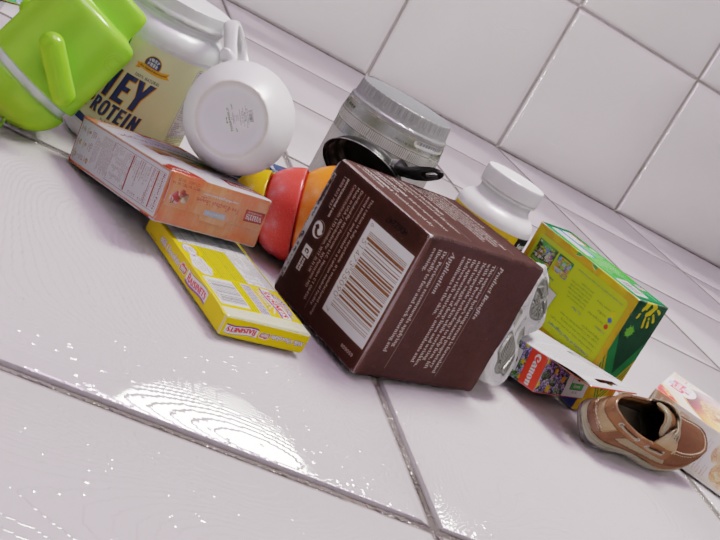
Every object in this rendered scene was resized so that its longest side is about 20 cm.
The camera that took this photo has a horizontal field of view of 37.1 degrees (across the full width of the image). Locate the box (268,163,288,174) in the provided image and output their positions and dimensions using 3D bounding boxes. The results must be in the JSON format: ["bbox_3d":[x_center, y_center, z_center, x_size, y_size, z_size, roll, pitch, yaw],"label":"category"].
[{"bbox_3d":[-0.037,-0.072,1.356,0.198,0.065,0.070,17,14,-19],"label":"box"}]

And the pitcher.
[{"bbox_3d":[-0.136,-0.194,1.190,0.120,0.173,0.200,-14,9,3],"label":"pitcher"}]

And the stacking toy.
[{"bbox_3d":[-0.104,-0.071,1.253,0.198,0.148,0.146,13,15,3],"label":"stacking toy"}]

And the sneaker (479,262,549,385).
[{"bbox_3d":[0.157,0.049,1.274,0.099,0.079,0.200,12,38,30],"label":"sneaker"}]

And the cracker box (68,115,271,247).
[{"bbox_3d":[-0.206,-0.097,1.148,0.133,0.058,0.199,15,12,-45],"label":"cracker box"}]

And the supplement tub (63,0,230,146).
[{"bbox_3d":[-0.254,-0.239,1.291,0.144,0.201,0.145,28,15,-8],"label":"supplement tub"}]

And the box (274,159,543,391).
[{"bbox_3d":[0.050,0.009,1.150,0.199,0.167,0.164,15,20,-46],"label":"box"}]

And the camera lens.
[{"bbox_3d":[0.019,-0.152,1.529,0.159,0.201,0.160,28,16,-9],"label":"camera lens"}]

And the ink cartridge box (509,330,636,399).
[{"bbox_3d":[0.228,0.118,1.317,0.108,0.051,0.200,14,15,-44],"label":"ink cartridge box"}]

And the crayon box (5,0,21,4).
[{"bbox_3d":[-0.559,-0.475,1.720,0.118,0.059,0.199,37,17,22],"label":"crayon box"}]

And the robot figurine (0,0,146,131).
[{"bbox_3d":[-0.329,-0.235,1.166,0.116,0.200,0.176,47,0,-39],"label":"robot figurine"}]

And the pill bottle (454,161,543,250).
[{"bbox_3d":[0.157,-0.038,1.432,0.112,0.201,0.113,28,16,-9],"label":"pill bottle"}]

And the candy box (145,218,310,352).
[{"bbox_3d":[-0.135,0.009,1.067,0.102,0.027,0.200,20,19,-40],"label":"candy box"}]

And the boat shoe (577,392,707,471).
[{"bbox_3d":[0.350,0.191,1.281,0.198,0.072,0.076,14,59,-31],"label":"boat shoe"}]

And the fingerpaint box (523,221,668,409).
[{"bbox_3d":[0.279,0.061,1.417,0.073,0.168,0.200,14,21,-40],"label":"fingerpaint box"}]

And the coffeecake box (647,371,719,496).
[{"bbox_3d":[0.470,0.230,1.426,0.199,0.073,0.153,36,17,19],"label":"coffeecake box"}]

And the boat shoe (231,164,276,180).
[{"bbox_3d":[-0.139,-0.122,1.410,0.074,0.063,0.200,34,0,29],"label":"boat shoe"}]

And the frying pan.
[{"bbox_3d":[0.020,-0.128,1.249,0.115,0.031,0.190,42,-26,-9],"label":"frying pan"}]
